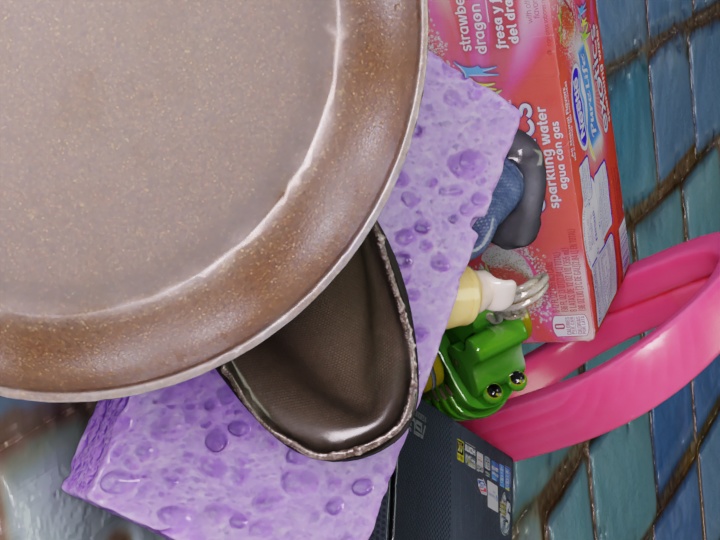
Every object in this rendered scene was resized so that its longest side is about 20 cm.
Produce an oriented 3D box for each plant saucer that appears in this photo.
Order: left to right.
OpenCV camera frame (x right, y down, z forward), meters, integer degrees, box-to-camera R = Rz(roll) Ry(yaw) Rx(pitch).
[{"bbox_3d":[-0.079,-0.064,0.600,0.032,0.199,0.201,-155,-124,-67],"label":"plant saucer"}]

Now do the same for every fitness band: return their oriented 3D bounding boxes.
[{"bbox_3d":[0.127,0.040,1.112,0.144,0.200,0.037,-40,97,-34],"label":"fitness band"}]

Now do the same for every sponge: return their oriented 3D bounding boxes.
[{"bbox_3d":[-0.021,0.008,0.772,0.111,0.030,0.201,28,76,-30],"label":"sponge"}]

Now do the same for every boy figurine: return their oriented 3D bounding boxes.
[{"bbox_3d":[0.000,0.000,0.862,0.200,0.124,0.065,-39,137,-45],"label":"boy figurine"}]

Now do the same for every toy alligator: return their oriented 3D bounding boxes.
[{"bbox_3d":[0.052,0.039,0.972,0.054,0.059,0.200,64,-16,-1],"label":"toy alligator"}]

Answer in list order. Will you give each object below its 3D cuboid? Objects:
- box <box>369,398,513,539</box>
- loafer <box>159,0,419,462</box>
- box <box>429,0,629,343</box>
[{"bbox_3d":[0.022,0.147,0.996,0.200,0.051,0.159,38,53,-65],"label":"box"},{"bbox_3d":[-0.034,-0.018,0.684,0.071,0.073,0.201,-113,179,-68],"label":"loafer"},{"bbox_3d":[0.071,-0.072,1.098,0.100,0.095,0.201,-53,137,-61],"label":"box"}]
